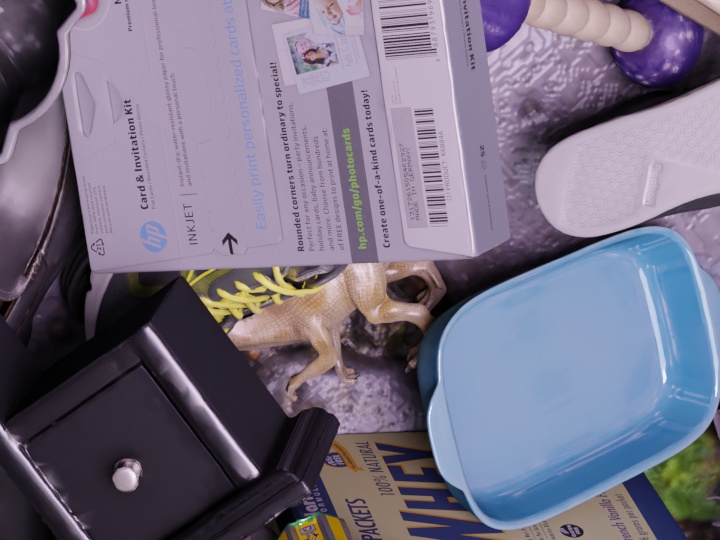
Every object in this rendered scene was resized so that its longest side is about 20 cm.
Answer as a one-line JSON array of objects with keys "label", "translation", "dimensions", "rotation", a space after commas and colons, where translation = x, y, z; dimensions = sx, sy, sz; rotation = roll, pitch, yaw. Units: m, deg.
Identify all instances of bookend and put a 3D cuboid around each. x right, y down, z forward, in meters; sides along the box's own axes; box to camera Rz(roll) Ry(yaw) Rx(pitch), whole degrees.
[{"label": "bookend", "translation": [-0.149, 0.058, 1.177], "dimensions": [0.200, 0.092, 0.199], "rotation": [-33, 99, 15]}]

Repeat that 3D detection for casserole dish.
[{"label": "casserole dish", "translation": [0.101, 0.051, 1.339], "dimensions": [0.199, 0.039, 0.122], "rotation": [-23, 105, -34]}]

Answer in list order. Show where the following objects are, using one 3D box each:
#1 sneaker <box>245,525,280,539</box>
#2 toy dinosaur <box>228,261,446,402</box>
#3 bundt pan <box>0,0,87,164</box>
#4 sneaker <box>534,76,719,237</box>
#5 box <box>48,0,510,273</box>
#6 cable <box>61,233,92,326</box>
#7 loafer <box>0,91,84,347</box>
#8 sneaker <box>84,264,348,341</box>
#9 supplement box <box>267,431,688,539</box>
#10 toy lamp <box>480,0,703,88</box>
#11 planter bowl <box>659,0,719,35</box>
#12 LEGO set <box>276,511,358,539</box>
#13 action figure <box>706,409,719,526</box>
[{"label": "sneaker", "translation": [-0.121, 0.174, 1.282], "dimensions": [0.076, 0.199, 0.116], "rotation": [57, 47, -34]}, {"label": "toy dinosaur", "translation": [0.000, 0.000, 1.317], "dimensions": [0.200, 0.058, 0.101], "rotation": [-44, 117, 8]}, {"label": "bundt pan", "translation": [-0.209, -0.134, 1.160], "dimensions": [0.201, 0.076, 0.203], "rotation": [2, 106, 7]}, {"label": "sneaker", "translation": [0.187, -0.069, 1.293], "dimensions": [0.199, 0.099, 0.071], "rotation": [-14, 98, 18]}, {"label": "box", "translation": [-0.039, -0.081, 1.170], "dimensions": [0.199, 0.041, 0.157], "rotation": [-3, 101, 29]}, {"label": "cable", "translation": [-0.085, -0.063, 1.286], "dimensions": [0.097, 0.050, 0.201], "rotation": [0, 129, -34]}, {"label": "loafer", "translation": [-0.173, -0.009, 1.247], "dimensions": [0.072, 0.072, 0.201], "rotation": [18, 110, 4]}, {"label": "sneaker", "translation": [-0.056, -0.011, 1.252], "dimensions": [0.074, 0.085, 0.200], "rotation": [16, 118, -47]}, {"label": "supplement box", "translation": [0.048, 0.201, 1.383], "dimensions": [0.199, 0.134, 0.201], "rotation": [-2, 116, -15]}, {"label": "toy lamp", "translation": [0.087, -0.120, 1.229], "dimensions": [0.200, 0.058, 0.058], "rotation": [5, 118, -51]}, {"label": "planter bowl", "translation": [0.172, -0.176, 1.182], "dimensions": [0.200, 0.200, 0.135], "rotation": [30, 94, -26]}, {"label": "LEGO set", "translation": [0.024, 0.212, 1.225], "dimensions": [0.200, 0.116, 0.154], "rotation": [30, 109, -33]}, {"label": "action figure", "translation": [0.272, 0.083, 1.426], "dimensions": [0.200, 0.069, 0.130], "rotation": [-31, 128, 6]}]
